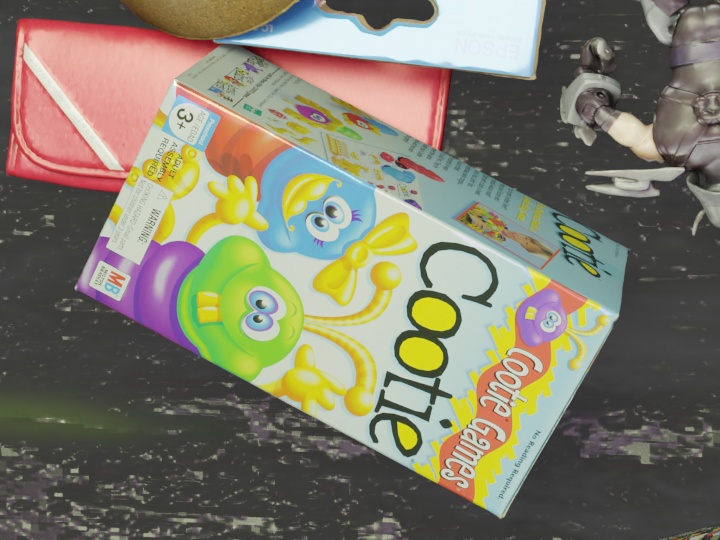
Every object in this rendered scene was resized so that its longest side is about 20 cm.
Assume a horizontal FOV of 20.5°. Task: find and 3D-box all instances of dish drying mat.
[{"bbox_3d":[-0.061,-0.067,0.904,0.200,0.018,0.077,7,95,8],"label":"dish drying mat"}]

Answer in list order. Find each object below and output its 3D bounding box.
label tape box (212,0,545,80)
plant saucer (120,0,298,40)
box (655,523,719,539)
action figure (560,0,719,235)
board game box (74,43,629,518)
[{"bbox_3d":[0.021,-0.189,0.860,0.144,0.063,0.200,8,96,9],"label":"label tape box"},{"bbox_3d":[-0.070,-0.198,0.833,0.200,0.035,0.200,-1,89,42],"label":"plant saucer"},{"bbox_3d":[0.175,0.207,0.853,0.137,0.038,0.200,-22,92,39],"label":"box"},{"bbox_3d":[0.146,-0.109,0.850,0.130,0.069,0.200,-9,98,2],"label":"action figure"},{"bbox_3d":[0.000,0.000,0.845,0.200,0.105,0.103,28,108,1],"label":"board game box"}]
